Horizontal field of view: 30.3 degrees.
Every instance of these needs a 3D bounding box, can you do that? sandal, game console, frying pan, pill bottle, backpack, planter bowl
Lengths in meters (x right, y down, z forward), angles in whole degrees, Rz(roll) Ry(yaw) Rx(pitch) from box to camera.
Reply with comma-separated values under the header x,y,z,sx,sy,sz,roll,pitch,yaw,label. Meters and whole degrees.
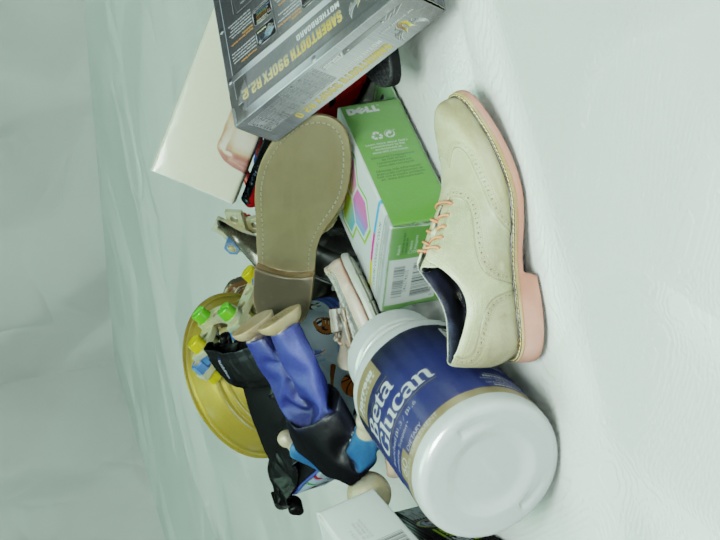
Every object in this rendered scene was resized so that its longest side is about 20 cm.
x,y,z,sx,sy,sz,roll,pitch,yaw,label
0.012,-0.228,1.101,0.201,0.045,0.076,-108,19,-44,sandal
-0.064,-0.177,1.263,0.119,0.172,0.200,50,159,5,game console
-0.015,-0.002,1.210,0.031,0.114,0.191,-65,35,30,frying pan
0.059,0.105,1.010,0.200,0.110,0.112,-133,36,-61,pill bottle
-0.053,-0.055,1.155,0.070,0.077,0.213,-76,-1,-58,sandal
-0.042,0.117,1.287,0.201,0.153,0.191,64,163,7,backpack
-0.104,0.108,1.532,0.083,0.199,0.202,-24,74,36,planter bowl

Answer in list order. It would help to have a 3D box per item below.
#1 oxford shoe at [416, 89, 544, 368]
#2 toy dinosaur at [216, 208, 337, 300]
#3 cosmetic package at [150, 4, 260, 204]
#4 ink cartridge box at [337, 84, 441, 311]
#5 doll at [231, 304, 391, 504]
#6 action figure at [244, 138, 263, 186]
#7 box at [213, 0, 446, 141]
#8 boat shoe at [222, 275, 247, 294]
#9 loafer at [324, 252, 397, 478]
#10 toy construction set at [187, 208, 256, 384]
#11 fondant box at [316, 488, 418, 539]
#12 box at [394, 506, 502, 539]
x,y,z,sx,sy,sz,roll,pitch,yaw,label
0.075,-0.029,0.943,0.071,0.073,0.202,139,119,-71,oxford shoe
-0.065,-0.009,1.349,0.200,0.076,0.103,32,-131,-55,toy dinosaur
-0.122,-0.173,1.262,0.103,0.087,0.202,-118,51,-81,cosmetic package
0.016,-0.076,1.139,0.104,0.059,0.201,98,157,-48,ink cartridge box
-0.032,0.127,1.137,0.136,0.048,0.201,-13,110,50,doll
-0.103,-0.132,1.467,0.201,0.065,0.100,89,159,-58,action figure
-0.032,-0.220,1.042,0.199,0.048,0.160,-33,58,36,box
-0.130,0.098,1.727,0.074,0.075,0.201,-129,25,-49,boat shoe
0.010,0.086,1.146,0.201,0.062,0.072,63,-175,-5,loafer
-0.122,0.019,1.457,0.131,0.092,0.202,-27,44,42,toy construction set
0.034,0.303,1.098,0.144,0.058,0.202,-141,36,-60,fondant box
0.088,0.299,1.143,0.200,0.044,0.162,-175,76,-73,box
